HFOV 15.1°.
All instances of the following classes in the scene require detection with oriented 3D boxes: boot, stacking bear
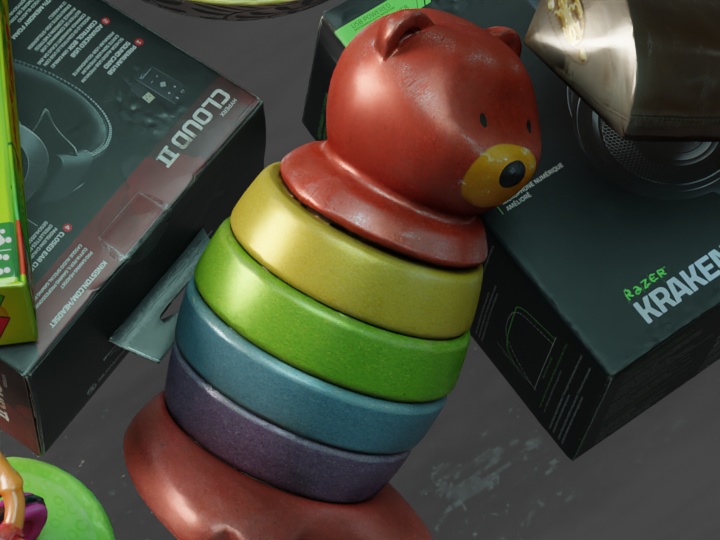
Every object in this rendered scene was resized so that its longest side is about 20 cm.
[{"bbox_3d":[0.149,-0.123,1.031,0.199,0.064,0.187,2,54,-23],"label":"boot"},{"bbox_3d":[0.000,0.000,0.991,0.121,0.200,0.114,10,22,-44],"label":"stacking bear"}]

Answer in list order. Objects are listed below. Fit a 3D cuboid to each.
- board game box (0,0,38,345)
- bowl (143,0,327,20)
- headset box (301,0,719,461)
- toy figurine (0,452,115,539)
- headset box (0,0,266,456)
[{"bbox_3d":[-0.179,-0.067,1.002,0.101,0.048,0.201,-6,63,-4],"label":"board game box"},{"bbox_3d":[-0.053,-0.175,1.126,0.200,0.094,0.201,2,66,-5],"label":"bowl"},{"bbox_3d":[0.097,-0.060,1.091,0.174,0.093,0.200,-32,72,-19],"label":"headset box"},{"bbox_3d":[-0.168,0.109,0.938,0.200,0.184,0.150,-37,74,-20],"label":"toy figurine"},{"bbox_3d":[-0.143,-0.038,1.057,0.200,0.077,0.149,32,66,14],"label":"headset box"}]
